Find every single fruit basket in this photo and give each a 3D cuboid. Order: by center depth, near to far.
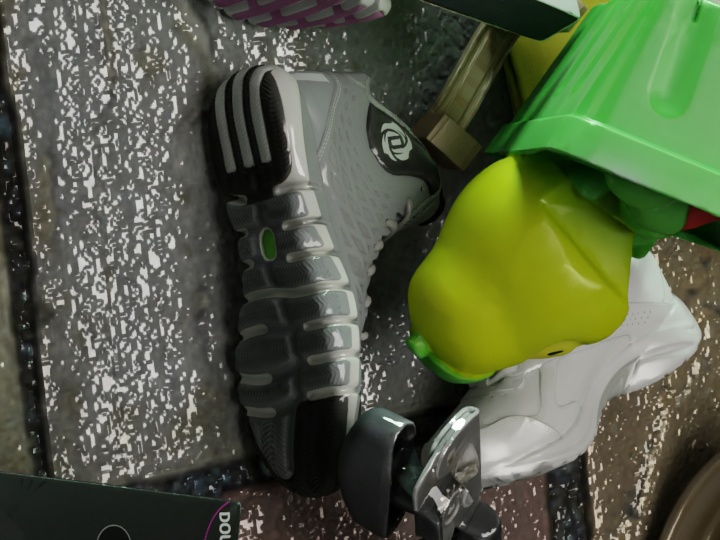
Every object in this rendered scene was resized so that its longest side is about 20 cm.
[{"bbox_3d":[0.118,-0.024,1.235,0.155,0.216,0.216,22,72,-6],"label":"fruit basket"}]

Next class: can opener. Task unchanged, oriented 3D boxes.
[{"bbox_3d":[0.029,0.123,1.237,0.053,0.067,0.200,-54,159,-28],"label":"can opener"}]

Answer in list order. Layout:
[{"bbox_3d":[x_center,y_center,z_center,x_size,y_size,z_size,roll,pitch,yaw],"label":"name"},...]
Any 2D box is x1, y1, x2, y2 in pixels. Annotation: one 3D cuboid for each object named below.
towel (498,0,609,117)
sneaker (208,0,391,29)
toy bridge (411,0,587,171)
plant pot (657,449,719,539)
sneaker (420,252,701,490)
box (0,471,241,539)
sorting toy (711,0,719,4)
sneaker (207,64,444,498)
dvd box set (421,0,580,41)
[{"bbox_3d":[0.148,-0.123,1.411,0.200,0.018,0.086,-19,96,-39],"label":"towel"},{"bbox_3d":[-0.061,-0.172,1.191,0.200,0.080,0.089,24,66,-37],"label":"sneaker"},{"bbox_3d":[0.087,-0.129,1.309,0.027,0.067,0.200,41,83,-16],"label":"toy bridge"},{"bbox_3d":[0.277,0.189,1.423,0.174,0.200,0.200,31,68,-55],"label":"plant pot"},{"bbox_3d":[0.085,0.038,1.323,0.200,0.078,0.099,-37,106,-45],"label":"sneaker"},{"bbox_3d":[-0.150,0.183,1.073,0.148,0.124,0.200,11,81,-40],"label":"box"},{"bbox_3d":[0.238,-0.110,1.422,0.200,0.107,0.180,3,86,-45],"label":"sorting toy"},{"bbox_3d":[0.000,0.000,1.241,0.115,0.075,0.200,-10,95,-43],"label":"sneaker"},{"bbox_3d":[0.029,-0.215,1.246,0.146,0.029,0.200,15,57,-43],"label":"dvd box set"}]
